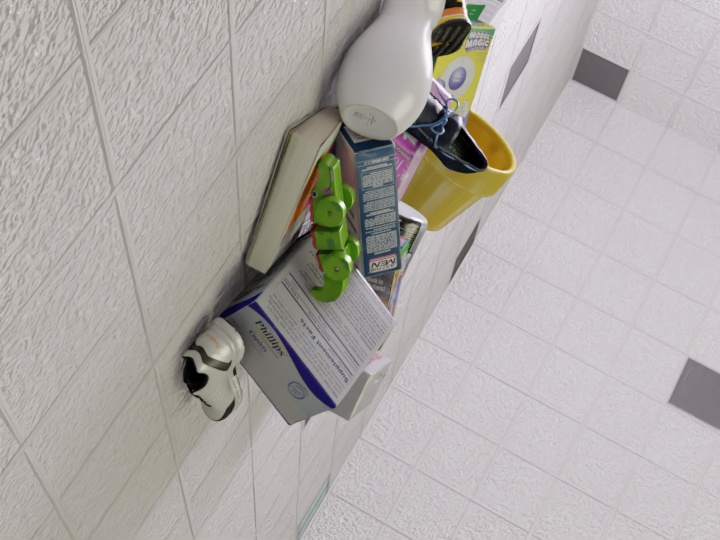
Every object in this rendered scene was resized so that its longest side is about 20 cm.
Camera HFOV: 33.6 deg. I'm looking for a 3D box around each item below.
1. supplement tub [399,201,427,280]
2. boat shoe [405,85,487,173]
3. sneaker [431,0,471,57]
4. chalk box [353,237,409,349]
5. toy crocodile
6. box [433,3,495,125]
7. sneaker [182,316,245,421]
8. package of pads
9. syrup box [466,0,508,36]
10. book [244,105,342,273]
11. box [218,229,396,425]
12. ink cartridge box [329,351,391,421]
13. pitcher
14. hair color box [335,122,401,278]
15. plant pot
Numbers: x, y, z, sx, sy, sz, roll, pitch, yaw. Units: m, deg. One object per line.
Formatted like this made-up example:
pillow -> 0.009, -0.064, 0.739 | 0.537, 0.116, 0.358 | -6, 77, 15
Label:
supplement tub -> 0.016, -0.017, 1.917 | 0.201, 0.122, 0.122 | -64, 170, 12
boat shoe -> 0.121, -0.209, 1.707 | 0.200, 0.068, 0.085 | 32, 80, -43
sneaker -> 0.109, -0.362, 1.697 | 0.200, 0.069, 0.091 | 153, -73, -80
chalk box -> 0.000, 0.000, 1.799 | 0.124, 0.124, 0.201 | -45, 148, -78
toy crocodile -> -0.039, -0.053, 1.542 | 0.068, 0.061, 0.201 | -67, 155, -58
box -> 0.138, -0.315, 1.848 | 0.117, 0.048, 0.201 | -8, 122, -42
sneaker -> -0.204, 0.142, 1.578 | 0.080, 0.074, 0.201 | -39, 154, -30
package of pads -> 0.045, -0.207, 1.737 | 0.120, 0.075, 0.201 | 37, 77, -40
syrup box -> 0.166, -0.386, 1.985 | 0.200, 0.078, 0.082 | -56, 169, -31
book -> -0.082, -0.107, 1.568 | 0.201, 0.048, 0.134 | -67, 172, 28
box -> -0.074, 0.073, 1.633 | 0.105, 0.184, 0.200 | -26, -163, 40
ink cartridge box -> -0.068, 0.136, 1.819 | 0.084, 0.199, 0.145 | -64, 170, 10
pitcher -> 0.039, -0.265, 1.582 | 0.172, 0.120, 0.201 | 106, 3, -66
hair color box -> 0.011, -0.102, 1.636 | 0.100, 0.060, 0.201 | -119, -160, -52
plant pot -> 0.151, -0.182, 2.179 | 0.189, 0.201, 0.201 | -49, 177, 29
